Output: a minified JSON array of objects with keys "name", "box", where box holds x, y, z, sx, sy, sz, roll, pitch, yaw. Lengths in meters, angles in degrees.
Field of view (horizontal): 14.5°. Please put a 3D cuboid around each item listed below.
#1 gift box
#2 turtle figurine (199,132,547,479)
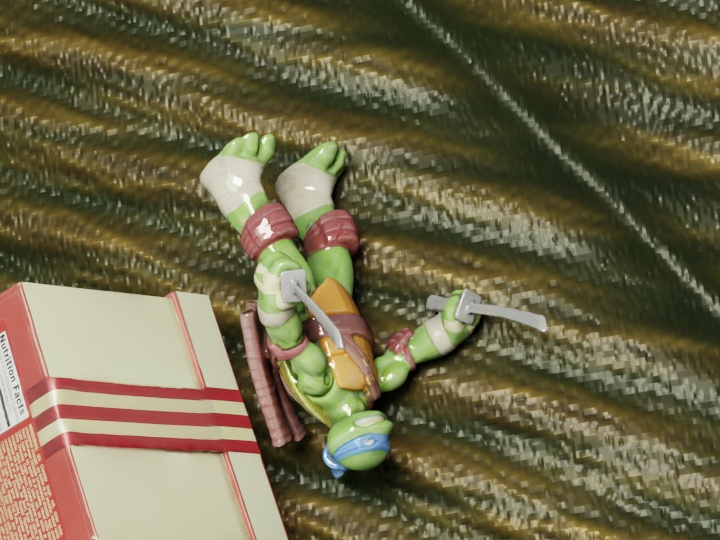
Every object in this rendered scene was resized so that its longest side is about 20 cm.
[{"name":"gift box","box":[-0.173,0.116,1.629,0.199,0.186,0.186,-27,70,34]},{"name":"turtle figurine","box":[0.000,0.000,1.611,0.143,0.200,0.195,-16,63,-19]}]
